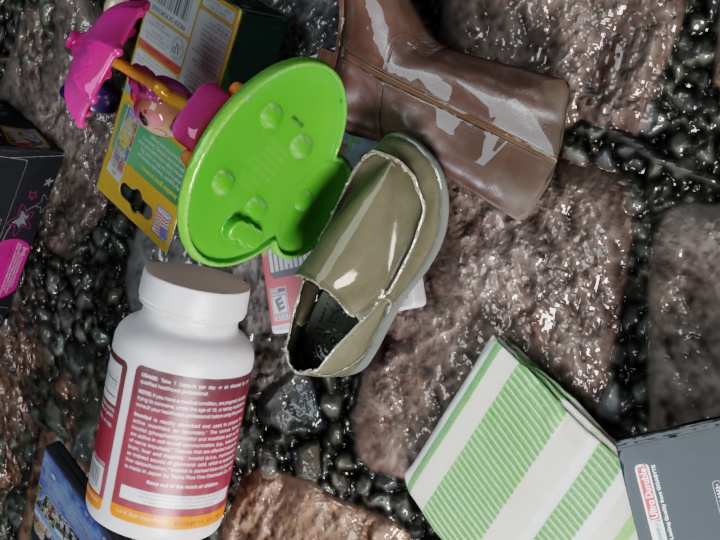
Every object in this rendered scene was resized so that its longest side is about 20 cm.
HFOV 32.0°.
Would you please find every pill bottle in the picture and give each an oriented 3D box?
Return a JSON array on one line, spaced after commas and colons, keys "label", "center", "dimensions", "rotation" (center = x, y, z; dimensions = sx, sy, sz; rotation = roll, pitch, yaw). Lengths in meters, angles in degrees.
[{"label": "pill bottle", "center": [-0.146, 0.102, 0.990], "dimensions": [0.112, 0.113, 0.202], "rotation": [21, 104, 35]}]

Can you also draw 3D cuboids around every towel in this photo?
[{"label": "towel", "center": [0.125, 0.160, 0.839], "dimensions": [0.200, 0.023, 0.153], "rotation": [43, 116, 27]}]

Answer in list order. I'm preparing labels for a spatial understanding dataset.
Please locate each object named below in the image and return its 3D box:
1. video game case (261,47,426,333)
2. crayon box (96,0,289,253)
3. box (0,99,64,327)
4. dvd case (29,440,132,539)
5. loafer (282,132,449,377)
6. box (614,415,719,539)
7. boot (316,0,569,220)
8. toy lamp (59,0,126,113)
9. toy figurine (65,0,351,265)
[{"label": "video game case", "center": [-0.025, -0.062, 0.951], "dimensions": [0.142, 0.017, 0.202], "rotation": [-12, 83, 38]}, {"label": "crayon box", "center": [-0.138, -0.130, 1.001], "dimensions": [0.126, 0.051, 0.201], "rotation": [38, 116, 41]}, {"label": "box", "center": [-0.385, -0.050, 1.160], "dimensions": [0.114, 0.132, 0.201], "rotation": [36, 112, 29]}, {"label": "dvd case", "center": [-0.241, 0.260, 1.086], "dimensions": [0.143, 0.017, 0.201], "rotation": [46, 137, 25]}, {"label": "loafer", "center": [0.000, 0.000, 0.868], "dimensions": [0.075, 0.069, 0.201], "rotation": [32, 121, 22]}, {"label": "box", "center": [0.247, 0.177, 0.715], "dimensions": [0.158, 0.046, 0.202], "rotation": [-16, 81, 27]}, {"label": "boot", "center": [0.068, -0.151, 0.840], "dimensions": [0.199, 0.064, 0.188], "rotation": [28, 116, 30]}, {"label": "toy lamp", "center": [-0.200, -0.234, 1.060], "dimensions": [0.058, 0.058, 0.201], "rotation": [34, 114, 32]}, {"label": "toy figurine", "center": [-0.116, -0.108, 0.870], "dimensions": [0.184, 0.200, 0.151], "rotation": [36, 89, 25]}]
